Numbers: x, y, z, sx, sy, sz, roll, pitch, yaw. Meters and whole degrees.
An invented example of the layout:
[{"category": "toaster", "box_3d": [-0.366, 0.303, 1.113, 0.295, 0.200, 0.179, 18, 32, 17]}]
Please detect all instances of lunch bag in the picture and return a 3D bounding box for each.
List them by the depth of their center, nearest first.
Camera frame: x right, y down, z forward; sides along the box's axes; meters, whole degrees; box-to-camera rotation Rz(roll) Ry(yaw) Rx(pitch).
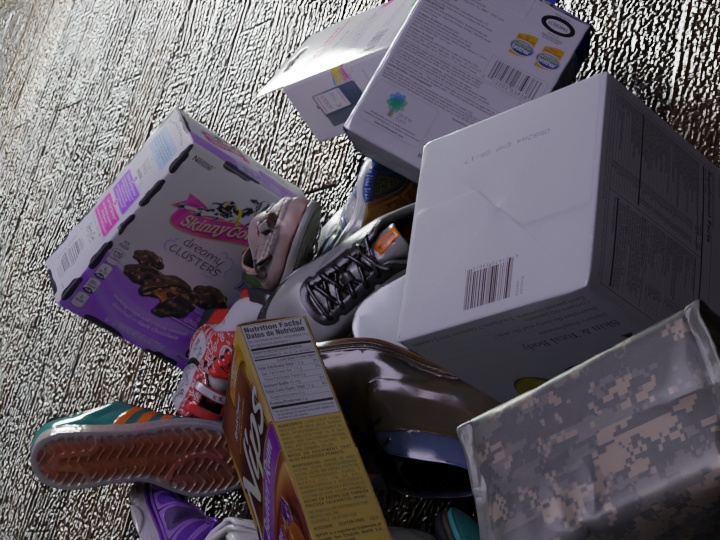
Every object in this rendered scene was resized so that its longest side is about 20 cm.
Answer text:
[{"category": "lunch bag", "box_3d": [0.181, 0.125, 0.835, 0.164, 0.200, 0.118, -31, 48, 27]}]

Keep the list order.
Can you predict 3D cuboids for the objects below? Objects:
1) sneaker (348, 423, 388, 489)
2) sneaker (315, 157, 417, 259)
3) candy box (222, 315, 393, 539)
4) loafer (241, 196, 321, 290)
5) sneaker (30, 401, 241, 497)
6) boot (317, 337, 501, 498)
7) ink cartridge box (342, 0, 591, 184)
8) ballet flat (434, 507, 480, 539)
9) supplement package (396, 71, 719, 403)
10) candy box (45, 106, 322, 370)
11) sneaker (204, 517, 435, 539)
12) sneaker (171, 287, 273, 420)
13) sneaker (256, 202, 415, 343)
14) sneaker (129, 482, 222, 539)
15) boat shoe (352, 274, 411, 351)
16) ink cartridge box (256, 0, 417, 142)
[{"category": "sneaker", "box_3d": [-0.029, 0.114, 1.179, 0.200, 0.079, 0.096, 18, 94, 52]}, {"category": "sneaker", "box_3d": [0.003, -0.047, 1.280, 0.088, 0.075, 0.201, 2, 62, 56]}, {"category": "candy box", "box_3d": [-0.041, 0.144, 1.009, 0.117, 0.056, 0.201, 102, 154, -44]}, {"category": "loafer", "box_3d": [-0.075, -0.019, 1.270, 0.200, 0.063, 0.072, 107, -173, -74]}, {"category": "sneaker", "box_3d": [-0.183, 0.147, 1.282, 0.080, 0.199, 0.072, -111, 27, -69]}, {"category": "boot", "box_3d": [0.016, 0.108, 1.074, 0.199, 0.075, 0.097, 2, 41, 18]}, {"category": "ink cartridge box", "box_3d": [0.096, -0.159, 1.193, 0.136, 0.076, 0.201, 29, 87, 11]}, {"category": "ballet flat", "box_3d": [0.092, 0.233, 0.973, 0.073, 0.073, 0.200, -54, 38, 5]}, {"category": "supplement package", "box_3d": [0.152, 0.005, 0.955, 0.151, 0.200, 0.151, -18, 52, 42]}, {"category": "candy box", "box_3d": [-0.164, -0.024, 1.378, 0.200, 0.167, 0.072, -48, 37, 13]}, {"category": "sneaker", "box_3d": [-0.039, 0.219, 1.079, 0.199, 0.115, 0.074, -17, 64, 49]}, {"category": "sneaker", "box_3d": [-0.106, 0.083, 1.294, 0.201, 0.067, 0.109, -20, 49, 63]}, {"category": "sneaker", "box_3d": [0.000, 0.000, 1.175, 0.200, 0.079, 0.074, -34, 74, -7]}, {"category": "sneaker", "box_3d": [-0.145, 0.232, 1.267, 0.083, 0.081, 0.200, -20, 34, -3]}, {"category": "boat shoe", "box_3d": [0.087, 0.011, 1.134, 0.199, 0.064, 0.071, -26, 71, 5]}, {"category": "ink cartridge box", "box_3d": [0.011, -0.187, 1.349, 0.199, 0.067, 0.117, -12, 32, 45]}]
